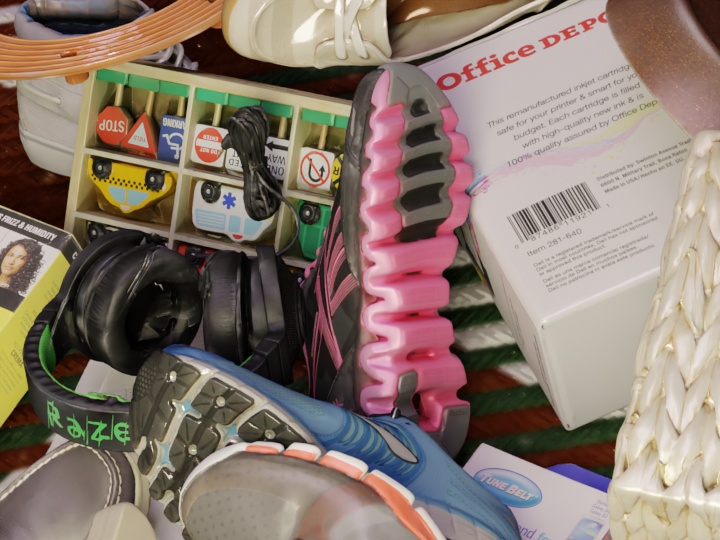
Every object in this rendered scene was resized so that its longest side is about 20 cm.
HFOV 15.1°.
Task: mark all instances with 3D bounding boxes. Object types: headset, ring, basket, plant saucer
[{"bbox_3d":[-0.081,0.006,1.274,0.123,0.095,0.200,7,34,21],"label":"headset"},{"bbox_3d":[-0.139,-0.149,1.461,0.199,0.019,0.201,-11,31,7],"label":"ring"},{"bbox_3d":[0.180,0.052,1.130,0.122,0.136,0.201,8,58,14],"label":"basket"},{"bbox_3d":[0.203,-0.075,1.302,0.035,0.199,0.201,-49,41,20],"label":"plant saucer"}]

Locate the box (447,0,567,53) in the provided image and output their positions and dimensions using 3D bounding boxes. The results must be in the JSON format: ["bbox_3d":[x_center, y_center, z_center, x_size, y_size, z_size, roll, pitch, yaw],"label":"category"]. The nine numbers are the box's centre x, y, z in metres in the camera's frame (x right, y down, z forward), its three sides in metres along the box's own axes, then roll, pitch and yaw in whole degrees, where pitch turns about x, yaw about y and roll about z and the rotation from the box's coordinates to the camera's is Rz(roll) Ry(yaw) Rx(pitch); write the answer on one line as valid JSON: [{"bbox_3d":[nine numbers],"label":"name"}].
[{"bbox_3d":[0.067,-0.233,1.518,0.104,0.149,0.201,-17,44,1],"label":"box"}]

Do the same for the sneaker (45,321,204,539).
[{"bbox_3d":[-0.090,0.099,1.314,0.115,0.074,0.201,14,63,27],"label":"sneaker"}]

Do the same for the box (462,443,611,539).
[{"bbox_3d":[0.064,0.161,1.222,0.118,0.042,0.200,20,58,32],"label":"box"}]

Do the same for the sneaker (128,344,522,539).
[{"bbox_3d":[-0.013,0.094,1.194,0.199,0.079,0.090,33,27,-8],"label":"sneaker"}]

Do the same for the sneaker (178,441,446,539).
[{"bbox_3d":[0.001,0.140,1.096,0.199,0.077,0.082,29,35,18],"label":"sneaker"}]

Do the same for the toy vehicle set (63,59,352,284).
[{"bbox_3d":[-0.062,-0.034,1.399,0.199,0.125,0.026,12,9,28],"label":"toy vehicle set"}]

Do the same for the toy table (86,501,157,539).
[{"bbox_3d":[-0.090,0.207,1.142,0.183,0.117,0.201,-29,37,27],"label":"toy table"}]

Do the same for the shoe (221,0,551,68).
[{"bbox_3d":[0.026,-0.146,1.393,0.198,0.070,0.053,-15,31,-11],"label":"shoe"}]

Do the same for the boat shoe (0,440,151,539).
[{"bbox_3d":[-0.176,0.154,1.239,0.200,0.065,0.072,-45,65,8],"label":"boat shoe"}]

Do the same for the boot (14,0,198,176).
[{"bbox_3d":[-0.109,-0.092,1.469,0.199,0.096,0.074,13,35,28],"label":"boot"}]

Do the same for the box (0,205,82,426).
[{"bbox_3d":[-0.220,0.060,1.386,0.075,0.050,0.201,21,65,33],"label":"box"}]

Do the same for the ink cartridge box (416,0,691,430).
[{"bbox_3d":[0.123,-0.038,1.360,0.144,0.084,0.201,-23,45,-5],"label":"ink cartridge box"}]

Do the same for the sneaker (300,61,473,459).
[{"bbox_3d":[0.000,0.000,1.317,0.095,0.079,0.202,2,91,43],"label":"sneaker"}]
